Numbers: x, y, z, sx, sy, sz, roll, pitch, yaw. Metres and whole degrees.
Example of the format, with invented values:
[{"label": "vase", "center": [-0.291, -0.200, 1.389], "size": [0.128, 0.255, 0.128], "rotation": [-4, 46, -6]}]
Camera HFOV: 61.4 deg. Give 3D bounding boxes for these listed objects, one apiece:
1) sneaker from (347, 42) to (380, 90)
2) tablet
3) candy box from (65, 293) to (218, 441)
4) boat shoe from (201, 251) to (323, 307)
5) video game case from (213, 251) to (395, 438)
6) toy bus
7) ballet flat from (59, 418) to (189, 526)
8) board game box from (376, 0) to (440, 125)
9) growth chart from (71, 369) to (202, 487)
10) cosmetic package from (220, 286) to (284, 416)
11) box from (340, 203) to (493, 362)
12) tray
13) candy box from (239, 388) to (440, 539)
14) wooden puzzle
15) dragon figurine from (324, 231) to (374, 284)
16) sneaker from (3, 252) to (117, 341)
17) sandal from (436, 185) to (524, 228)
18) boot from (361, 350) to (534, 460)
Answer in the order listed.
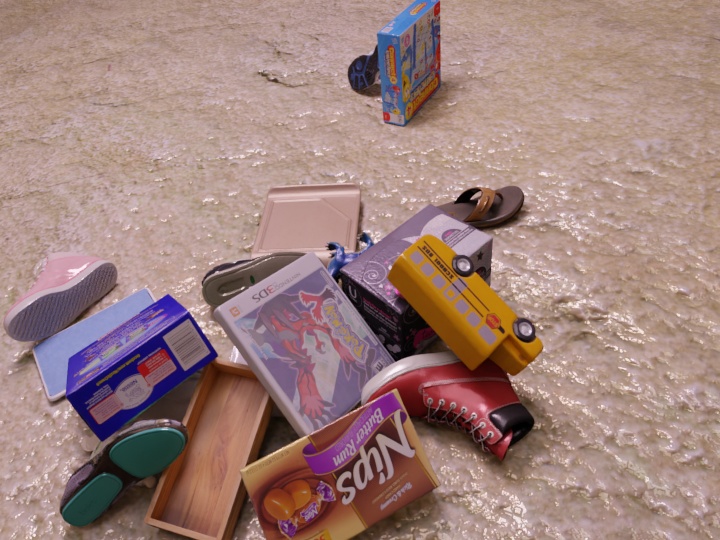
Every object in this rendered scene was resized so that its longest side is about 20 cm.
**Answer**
[{"label": "sneaker", "center": [0.046, -0.483, 1.424], "size": [0.076, 0.078, 0.197], "rotation": [-23, 5, -42]}, {"label": "tablet", "center": [-0.399, 0.109, 0.941], "size": [0.197, 0.014, 0.130], "rotation": [-30, 47, -21]}, {"label": "candy box", "center": [-0.292, 0.115, 0.799], "size": [0.168, 0.078, 0.199], "rotation": [-36, 19, -18]}, {"label": "boat shoe", "center": [-0.156, 0.005, 0.973], "size": [0.194, 0.074, 0.068], "rotation": [-11, 16, -11]}, {"label": "video game case", "center": [-0.065, 0.091, 0.787], "size": [0.181, 0.023, 0.202], "rotation": [-33, 83, -43]}, {"label": "toy bus", "center": [0.129, 0.049, 0.753], "size": [0.078, 0.065, 0.200], "rotation": [-36, 77, -28]}, {"label": "ballet flat", "center": [-0.278, 0.220, 0.716], "size": [0.199, 0.072, 0.073], "rotation": [-39, 40, 13]}, {"label": "board game box", "center": [0.112, -0.458, 1.329], "size": [0.055, 0.199, 0.201], "rotation": [17, 48, 26]}, {"label": "growth chart", "center": [-0.283, 0.198, 0.822], "size": [0.141, 0.018, 0.202], "rotation": [11, 46, 21]}, {"label": "cosmetic package", "center": [-0.134, 0.110, 0.866], "size": [0.080, 0.051, 0.203], "rotation": [-4, 44, 9]}, {"label": "box", "center": [0.085, 0.016, 0.883], "size": [0.198, 0.117, 0.131], "rotation": [-36, 48, -27]}, {"label": "tray", "center": [-0.172, 0.213, 0.731], "size": [0.096, 0.037, 0.204], "rotation": [9, 62, 13]}, {"label": "candy box", "center": [-0.022, 0.231, 0.677], "size": [0.196, 0.057, 0.119], "rotation": [-23, 78, -14]}, {"label": "wooden puzzle", "center": [-0.091, -0.076, 1.076], "size": [0.179, 0.038, 0.203], "rotation": [-2, 47, 7]}, {"label": "dragon figurine", "center": [0.000, 0.000, 0.947], "size": [0.194, 0.059, 0.102], "rotation": [-13, 60, -2]}, {"label": "sneaker", "center": [-0.505, 0.036, 0.988], "size": [0.102, 0.077, 0.200], "rotation": [18, 39, 23]}, {"label": "sandal", "center": [0.192, -0.115, 1.050], "size": [0.194, 0.056, 0.083], "rotation": [-11, 42, -2]}, {"label": "boot", "center": [0.106, 0.176, 0.743], "size": [0.195, 0.074, 0.146], "rotation": [-13, 44, -10]}]
